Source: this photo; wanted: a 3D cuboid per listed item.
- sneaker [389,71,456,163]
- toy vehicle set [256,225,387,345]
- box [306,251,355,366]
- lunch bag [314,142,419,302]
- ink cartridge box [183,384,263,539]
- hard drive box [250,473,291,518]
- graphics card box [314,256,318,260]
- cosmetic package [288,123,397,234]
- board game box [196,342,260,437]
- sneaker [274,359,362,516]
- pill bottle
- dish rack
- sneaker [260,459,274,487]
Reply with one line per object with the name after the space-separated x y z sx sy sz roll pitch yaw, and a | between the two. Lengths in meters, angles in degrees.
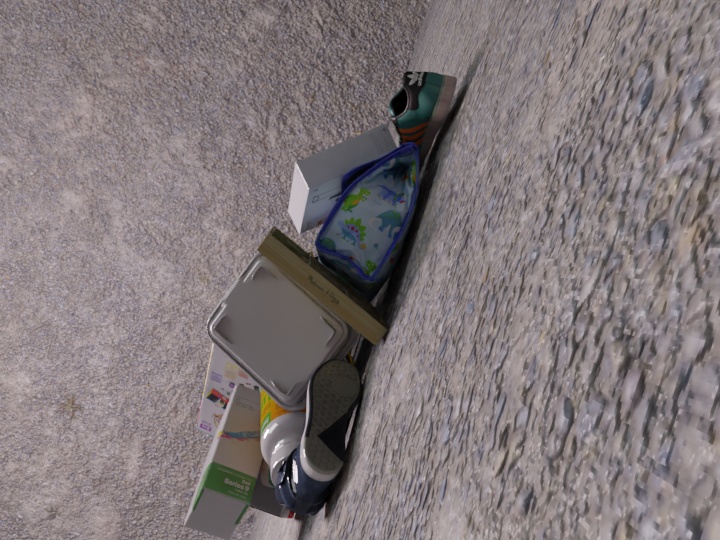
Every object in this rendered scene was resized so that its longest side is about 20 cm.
0.077 -0.226 1.031 0.201 0.078 0.073 114 171 -66 | sneaker
-0.051 0.017 0.953 0.027 0.199 0.124 -50 9 4 | toy vehicle set
-0.064 0.078 1.112 0.160 0.048 0.204 134 115 -84 | box
0.021 -0.076 1.031 0.202 0.126 0.170 -56 -4 -10 | lunch bag
-0.214 0.319 1.179 0.202 0.086 0.146 -80 14 -46 | ink cartridge box
-0.136 0.344 1.299 0.156 0.075 0.204 82 -155 -71 | hard drive box
-0.098 0.085 1.243 0.051 0.123 0.204 122 134 -77 | graphics card box
-0.033 -0.136 1.088 0.052 0.148 0.200 64 166 10 | cosmetic package
-0.219 0.230 1.319 0.040 0.150 0.204 -30 -43 -68 | board game box
-0.057 0.229 0.950 0.204 0.075 0.148 -73 3 -53 | sneaker
-0.099 0.238 1.080 0.201 0.109 0.113 -103 31 -58 | pill bottle
-0.120 0.086 1.013 0.173 0.199 0.043 -51 -10 6 | dish rack
-0.083 0.285 1.177 0.201 0.079 0.072 -54 -47 -41 | sneaker
